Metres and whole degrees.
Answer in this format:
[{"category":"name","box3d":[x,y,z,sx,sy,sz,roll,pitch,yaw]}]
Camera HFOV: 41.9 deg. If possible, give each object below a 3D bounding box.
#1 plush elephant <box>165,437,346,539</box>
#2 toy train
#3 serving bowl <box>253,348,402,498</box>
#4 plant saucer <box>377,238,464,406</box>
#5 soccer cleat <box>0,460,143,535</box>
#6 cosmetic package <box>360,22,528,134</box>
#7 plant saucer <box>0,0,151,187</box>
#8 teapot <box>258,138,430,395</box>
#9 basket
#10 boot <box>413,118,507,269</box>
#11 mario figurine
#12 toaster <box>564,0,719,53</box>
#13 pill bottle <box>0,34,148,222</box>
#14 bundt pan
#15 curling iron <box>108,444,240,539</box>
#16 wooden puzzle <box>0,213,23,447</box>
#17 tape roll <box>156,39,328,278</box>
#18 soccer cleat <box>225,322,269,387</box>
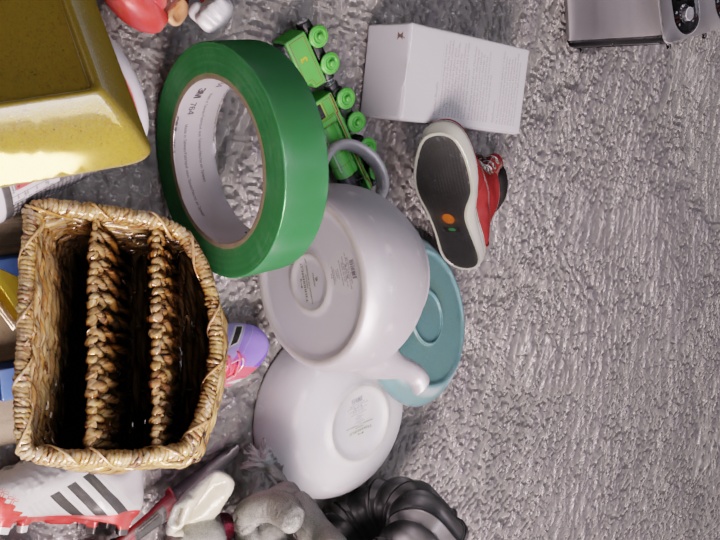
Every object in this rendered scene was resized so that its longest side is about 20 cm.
[{"category":"plush elephant","box3d":[-0.116,0.269,0.901,0.154,0.201,0.166,-21,145,-24]},{"category":"toy train","box3d":[-0.031,-0.164,0.983,0.056,0.042,0.201,-37,122,-19]},{"category":"serving bowl","box3d":[-0.020,0.161,1.042,0.199,0.065,0.203,-9,104,-41]},{"category":"plant saucer","box3d":[0.069,0.054,1.085,0.199,0.027,0.203,14,72,-52]},{"category":"soccer cleat","box3d":[-0.275,0.183,0.819,0.199,0.068,0.086,18,75,-44]},{"category":"cosmetic package","box3d":[0.098,-0.214,1.067,0.199,0.071,0.103,0,100,-43]},{"category":"plant saucer","box3d":[-0.267,-0.151,0.653,0.198,0.049,0.201,-14,64,-23]},{"category":"teapot","box3d":[0.000,0.000,0.950,0.145,0.197,0.202,-9,130,-43]},{"category":"basket","box3d":[-0.180,0.055,0.743,0.141,0.149,0.202,-2,73,-1]},{"category":"boot","box3d":[0.124,-0.121,1.090,0.145,0.072,0.201,-62,149,-35]},{"category":"mario figurine","box3d":[-0.137,-0.276,0.811,0.200,0.123,0.107,-39,135,-35]},{"category":"toaster","box3d":[0.374,-0.357,1.222,0.180,0.199,0.120,-19,109,-29]},{"category":"pill bottle","box3d":[-0.273,-0.104,0.721,0.199,0.115,0.117,-36,121,-32]},{"category":"bundt pan","box3d":[0.014,0.301,1.024,0.202,0.201,0.076,-42,110,-28]},{"category":"curling iron","box3d":[-0.192,0.226,0.917,0.200,0.049,0.026,-37,113,-38]},{"category":"wooden puzzle","box3d":[-0.316,0.058,0.764,0.184,0.046,0.202,-9,105,-41]},{"category":"tape roll","box3d":[-0.107,-0.096,0.816,0.048,0.199,0.203,-13,108,-39]},{"category":"soccer cleat","box3d":[-0.162,0.096,0.890,0.199,0.076,0.068,-9,107,-39]}]
